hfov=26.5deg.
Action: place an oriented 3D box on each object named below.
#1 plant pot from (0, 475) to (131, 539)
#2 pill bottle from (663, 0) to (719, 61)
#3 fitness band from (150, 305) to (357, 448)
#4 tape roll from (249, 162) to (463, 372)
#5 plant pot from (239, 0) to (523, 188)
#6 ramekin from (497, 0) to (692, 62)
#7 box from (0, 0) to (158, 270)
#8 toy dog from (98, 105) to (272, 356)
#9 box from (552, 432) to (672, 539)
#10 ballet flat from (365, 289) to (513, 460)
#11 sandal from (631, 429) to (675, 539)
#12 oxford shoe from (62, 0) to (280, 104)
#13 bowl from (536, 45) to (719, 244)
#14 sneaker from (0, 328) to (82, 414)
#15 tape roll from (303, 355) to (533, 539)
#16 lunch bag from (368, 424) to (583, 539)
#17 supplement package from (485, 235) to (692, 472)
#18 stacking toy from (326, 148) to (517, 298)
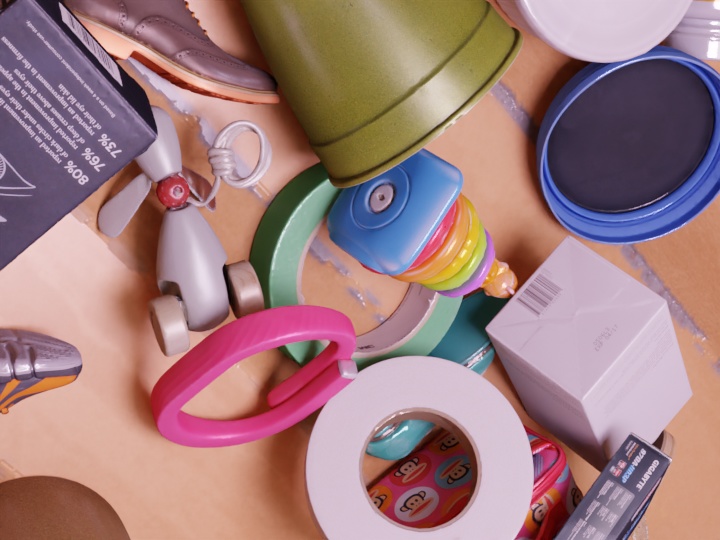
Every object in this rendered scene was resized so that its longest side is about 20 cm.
[{"bbox_3d":[-0.237,0.284,1.220,0.185,0.200,0.188,-7,105,-27],"label":"plant pot"},{"bbox_3d":[0.330,-0.300,1.429,0.109,0.109,0.202,-4,105,-27],"label":"pill bottle"},{"bbox_3d":[-0.088,0.092,1.279,0.143,0.038,0.200,9,142,-41],"label":"fitness band"},{"bbox_3d":[0.000,0.000,1.363,0.199,0.048,0.202,-8,106,-27],"label":"tape roll"},{"bbox_3d":[-0.005,-0.205,1.241,0.200,0.200,0.193,-43,106,-12],"label":"plant pot"},{"bbox_3d":[0.200,-0.290,1.363,0.201,0.094,0.204,-5,104,-22],"label":"ramekin"},{"bbox_3d":[-0.272,-0.104,1.128,0.200,0.104,0.148,-38,119,5],"label":"box"},{"bbox_3d":[-0.149,-0.030,1.266,0.131,0.096,0.202,2,89,-21],"label":"toy dog"},{"bbox_3d":[0.195,0.256,1.362,0.200,0.046,0.159,-50,162,-21],"label":"box"},{"bbox_3d":[0.072,0.100,1.427,0.200,0.067,0.071,-44,143,-12],"label":"ballet flat"},{"bbox_3d":[0.275,0.266,1.562,0.069,0.078,0.213,36,80,-24],"label":"sandal"},{"bbox_3d":[-0.145,-0.187,1.226,0.199,0.071,0.073,20,89,-30],"label":"oxford shoe"},{"bbox_3d":[0.258,-0.118,1.437,0.199,0.039,0.202,-6,124,-9],"label":"bowl"},{"bbox_3d":[-0.319,0.113,1.212,0.198,0.078,0.113,-5,109,-16],"label":"sneaker"},{"bbox_3d":[0.050,0.175,1.321,0.201,0.037,0.204,2,72,-5],"label":"tape roll"},{"bbox_3d":[0.101,0.227,1.400,0.200,0.176,0.082,-37,122,-17],"label":"lunch bag"},{"bbox_3d":[0.215,0.086,1.417,0.121,0.120,0.200,-47,147,-11],"label":"supplement package"},{"bbox_3d":[0.074,-0.021,1.326,0.200,0.116,0.110,34,91,-44],"label":"stacking toy"}]
